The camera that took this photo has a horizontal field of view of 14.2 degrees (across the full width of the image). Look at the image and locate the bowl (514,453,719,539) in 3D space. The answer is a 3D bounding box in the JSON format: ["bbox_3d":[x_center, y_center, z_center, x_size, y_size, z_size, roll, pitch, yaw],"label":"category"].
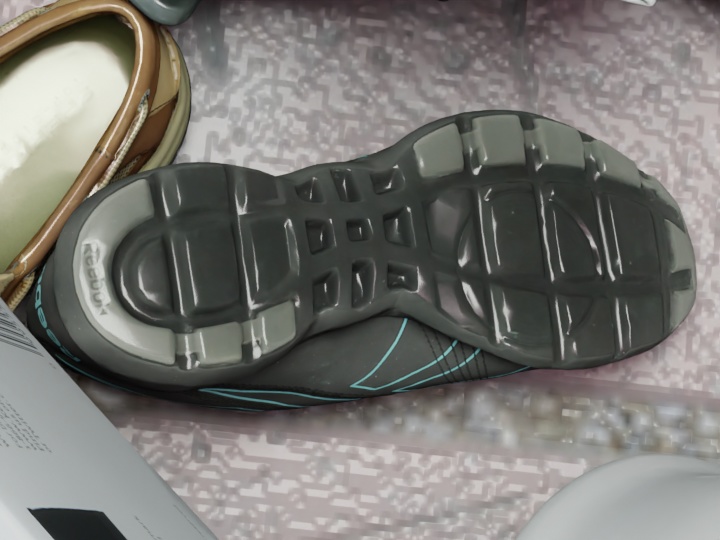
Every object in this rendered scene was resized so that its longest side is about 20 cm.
[{"bbox_3d":[0.123,0.137,0.732,0.200,0.090,0.203,20,62,-41],"label":"bowl"}]

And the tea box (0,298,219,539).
[{"bbox_3d":[-0.131,0.115,0.684,0.197,0.134,0.200,-46,72,7],"label":"tea box"}]

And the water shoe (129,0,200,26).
[{"bbox_3d":[0.020,-0.108,0.815,0.199,0.072,0.079,-12,43,-7],"label":"water shoe"}]

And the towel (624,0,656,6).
[{"bbox_3d":[0.038,-0.162,0.801,0.152,0.023,0.201,15,51,9],"label":"towel"}]

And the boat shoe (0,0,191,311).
[{"bbox_3d":[-0.127,-0.005,0.802,0.076,0.074,0.200,39,80,4],"label":"boat shoe"}]

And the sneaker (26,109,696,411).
[{"bbox_3d":[0.000,0.000,0.814,0.199,0.079,0.076,-1,75,-24],"label":"sneaker"}]
